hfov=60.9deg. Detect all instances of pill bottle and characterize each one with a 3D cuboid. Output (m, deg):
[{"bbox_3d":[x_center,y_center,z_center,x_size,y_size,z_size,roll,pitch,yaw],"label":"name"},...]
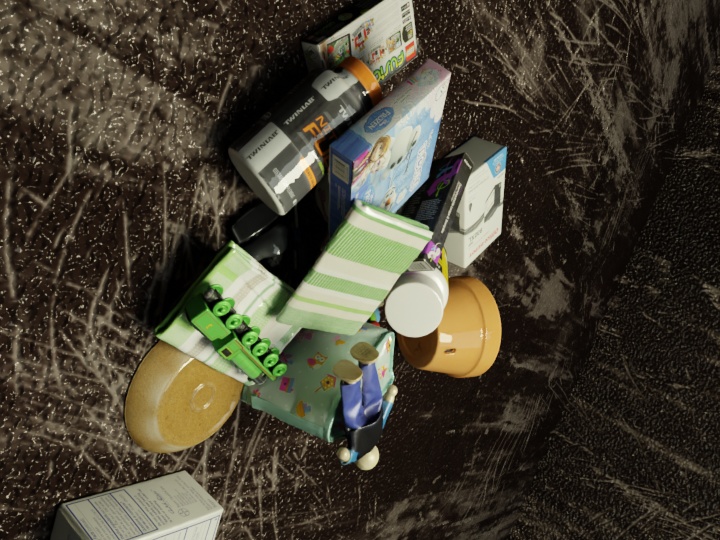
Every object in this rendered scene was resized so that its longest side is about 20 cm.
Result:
[{"bbox_3d":[0.093,0.018,1.036,0.201,0.110,0.118,-77,174,-63],"label":"pill bottle"},{"bbox_3d":[-0.062,-0.175,0.766,0.200,0.106,0.107,-45,142,-10],"label":"pill bottle"}]

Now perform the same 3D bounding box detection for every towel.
[{"bbox_3d":[-0.154,0.067,0.799,0.150,0.030,0.200,-51,144,-4],"label":"towel"},{"bbox_3d":[-0.007,0.004,0.825,0.150,0.024,0.202,14,123,-42],"label":"towel"}]

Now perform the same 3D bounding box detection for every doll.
[{"bbox_3d":[0.007,0.198,0.840,0.136,0.047,0.205,-40,136,-41],"label":"doll"}]

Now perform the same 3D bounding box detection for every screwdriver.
[{"bbox_3d":[-0.090,-0.076,0.877,0.028,0.029,0.205,-30,137,-40],"label":"screwdriver"}]

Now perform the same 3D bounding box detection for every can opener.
[{"bbox_3d":[-0.169,-0.005,0.806,0.200,0.079,0.063,-45,180,-23],"label":"can opener"}]

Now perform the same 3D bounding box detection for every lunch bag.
[{"bbox_3d":[-0.061,0.160,0.924,0.200,0.166,0.125,-45,143,-43],"label":"lunch bag"}]

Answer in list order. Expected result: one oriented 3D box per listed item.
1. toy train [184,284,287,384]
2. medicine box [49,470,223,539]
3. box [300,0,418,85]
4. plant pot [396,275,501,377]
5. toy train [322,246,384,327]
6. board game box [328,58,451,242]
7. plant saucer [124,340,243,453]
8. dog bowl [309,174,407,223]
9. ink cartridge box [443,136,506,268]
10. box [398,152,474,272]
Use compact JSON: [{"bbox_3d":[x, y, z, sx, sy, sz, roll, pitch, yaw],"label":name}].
[{"bbox_3d":[-0.153,0.089,0.772,0.056,0.042,0.202,-34,140,-4],"label":"toy train"},{"bbox_3d":[-0.305,0.392,0.812,0.197,0.101,0.188,5,106,-54],"label":"medicine box"},{"bbox_3d":[0.006,-0.311,0.863,0.200,0.034,0.112,-44,141,-29],"label":"box"},{"bbox_3d":[0.162,0.115,1.217,0.136,0.199,0.206,-2,114,-34],"label":"plant pot"},{"bbox_3d":[-0.006,0.012,1.019,0.117,0.082,0.205,-54,140,-42],"label":"toy train"},{"bbox_3d":[0.035,-0.143,0.819,0.199,0.043,0.202,-47,161,-26],"label":"board game box"},{"bbox_3d":[-0.225,0.166,0.842,0.198,0.035,0.206,-32,134,-39],"label":"plant saucer"},{"bbox_3d":[0.001,-0.146,0.924,0.198,0.073,0.206,-32,135,-39],"label":"dog bowl"},{"bbox_3d":[0.214,-0.134,1.210,0.144,0.082,0.205,-38,137,-34],"label":"ink cartridge box"},{"bbox_3d":[0.092,-0.090,0.984,0.036,0.141,0.205,38,64,-33],"label":"box"}]
